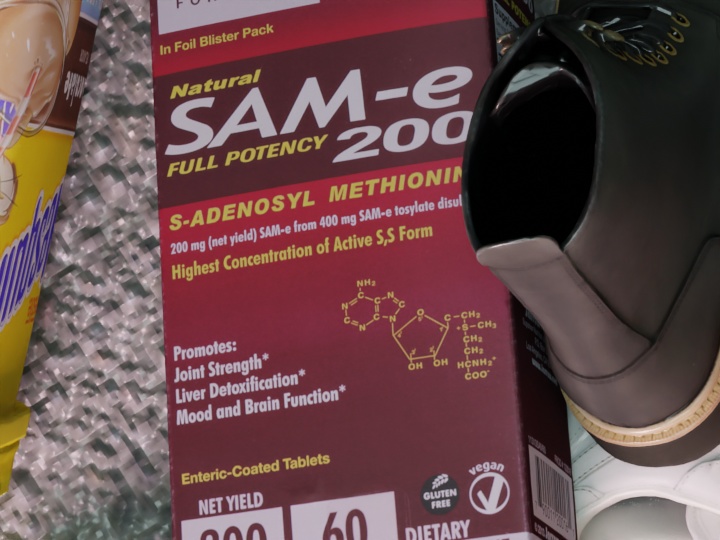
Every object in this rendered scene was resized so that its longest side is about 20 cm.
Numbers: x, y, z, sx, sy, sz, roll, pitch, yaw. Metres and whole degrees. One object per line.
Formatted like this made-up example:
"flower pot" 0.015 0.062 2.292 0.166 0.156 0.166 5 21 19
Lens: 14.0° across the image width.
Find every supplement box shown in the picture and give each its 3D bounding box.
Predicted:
"supplement box" 0.000 0.000 0.855 0.108 0.061 0.201 -10 72 17

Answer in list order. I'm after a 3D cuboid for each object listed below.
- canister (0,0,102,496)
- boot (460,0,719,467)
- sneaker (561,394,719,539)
"canister" -0.130 -0.037 0.860 0.086 0.149 0.201 12 92 4
"boot" 0.073 -0.063 0.816 0.077 0.138 0.201 -10 63 19
"sneaker" 0.137 0.049 0.865 0.199 0.075 0.100 -14 55 12
